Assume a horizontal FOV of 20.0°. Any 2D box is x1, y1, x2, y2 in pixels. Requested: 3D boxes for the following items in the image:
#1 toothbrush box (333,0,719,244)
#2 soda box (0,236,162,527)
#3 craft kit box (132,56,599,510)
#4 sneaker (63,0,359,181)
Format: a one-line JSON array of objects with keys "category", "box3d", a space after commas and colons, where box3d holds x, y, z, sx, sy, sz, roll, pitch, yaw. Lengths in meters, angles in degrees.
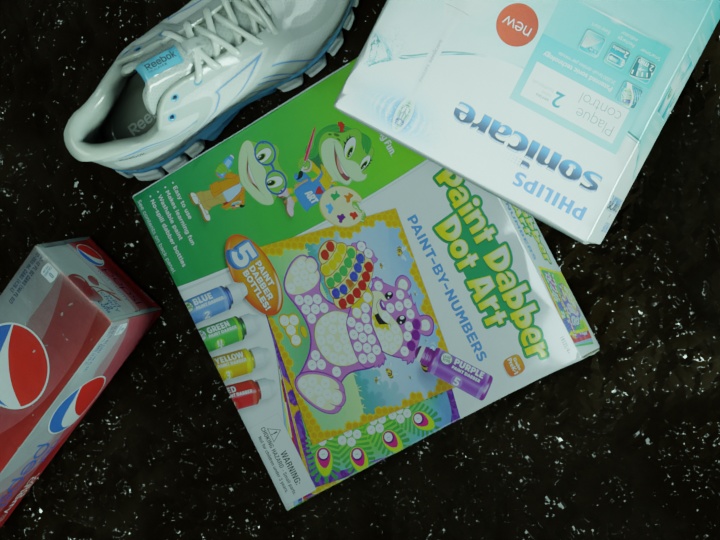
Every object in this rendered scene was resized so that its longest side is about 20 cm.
[{"category": "toothbrush box", "box3d": [0.099, -0.133, 1.019, 0.146, 0.085, 0.201, 30, 96, 10]}, {"category": "soda box", "box3d": [-0.206, 0.077, 1.202, 0.070, 0.063, 0.200, 43, 110, 13]}, {"category": "craft kit box", "box3d": [0.000, 0.000, 1.122, 0.197, 0.048, 0.201, -29, 85, 19]}, {"category": "sneaker", "box3d": [-0.083, -0.116, 1.119, 0.200, 0.087, 0.075, -41, 79, 20]}]
